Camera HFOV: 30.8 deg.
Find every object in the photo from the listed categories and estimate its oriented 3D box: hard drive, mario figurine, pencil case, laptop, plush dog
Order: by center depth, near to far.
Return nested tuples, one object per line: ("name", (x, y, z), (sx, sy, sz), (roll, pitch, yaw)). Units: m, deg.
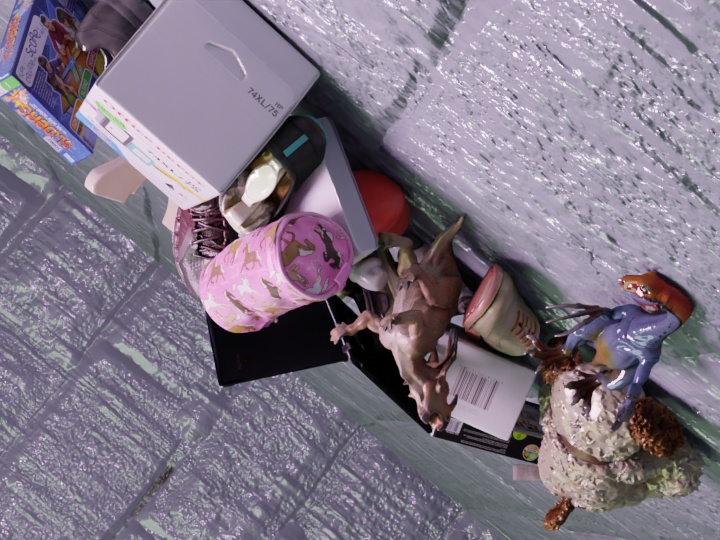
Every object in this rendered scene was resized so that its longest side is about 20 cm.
("pencil case", (-0.083, 0.004, 1.239), (0.086, 0.084, 0.200), (2, 167, -27))
("hard drive", (-0.058, -0.050, 1.278), (0.200, 0.027, 0.133), (-33, 76, 59))
("plush dog", (0.235, 0.161, 1.309), (0.199, 0.160, 0.173), (32, 144, 31))
("mario figurine", (-0.010, -0.041, 1.338), (0.124, 0.106, 0.200), (56, 145, -7))
("laptop", (-0.047, 0.102, 1.374), (0.200, 0.116, 0.187), (44, -171, -24))

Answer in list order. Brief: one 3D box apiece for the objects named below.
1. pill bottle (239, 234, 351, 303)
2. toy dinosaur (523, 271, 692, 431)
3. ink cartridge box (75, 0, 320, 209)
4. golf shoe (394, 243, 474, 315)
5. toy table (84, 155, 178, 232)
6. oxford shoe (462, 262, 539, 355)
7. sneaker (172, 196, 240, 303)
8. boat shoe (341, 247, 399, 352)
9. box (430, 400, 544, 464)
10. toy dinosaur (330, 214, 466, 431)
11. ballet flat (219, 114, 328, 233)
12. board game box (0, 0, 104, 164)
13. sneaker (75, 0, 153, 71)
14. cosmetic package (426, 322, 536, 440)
("pill bottle", (-0.077, -0.045, 1.515), (0.112, 0.113, 0.200), (30, 166, 38))
("toy dinosaur", (0.218, 0.045, 1.089), (0.105, 0.200, 0.181), (51, 134, 1))
("ink cartridge box", (-0.156, -0.162, 1.206), (0.147, 0.146, 0.200), (41, 168, -12))
("golf shoe", (0.073, 0.016, 1.443), (0.098, 0.078, 0.200), (61, 167, 3))
("toy table", (-0.221, -0.123, 1.500), (0.199, 0.118, 0.184), (22, -169, -38))
("oxford shoe", (0.146, 0.043, 1.287), (0.073, 0.071, 0.200), (29, 176, 11))
("sneaker", (-0.167, -0.054, 1.370), (0.075, 0.202, 0.116), (-2, -169, 0))
("boat shoe", (0.000, 0.001, 1.406), (0.202, 0.066, 0.072), (60, 163, 28))
("box", (0.168, 0.181, 1.545), (0.199, 0.035, 0.110), (17, -164, -15))
("toy dinosaur", (0.065, 0.040, 1.267), (0.135, 0.201, 0.086), (20, -174, -37))
("ballet flat", (-0.096, -0.079, 1.223), (0.068, 0.068, 0.200), (43, 145, 2))
("board game box", (-0.340, -0.235, 1.472), (0.034, 0.201, 0.135), (-22, 132, 24))
("sneaker", (-0.222, -0.208, 1.387), (0.200, 0.091, 0.076), (43, 165, -28))
("cosmetic package", (0.124, 0.115, 1.421), (0.112, 0.082, 0.200), (24, -176, 2))
